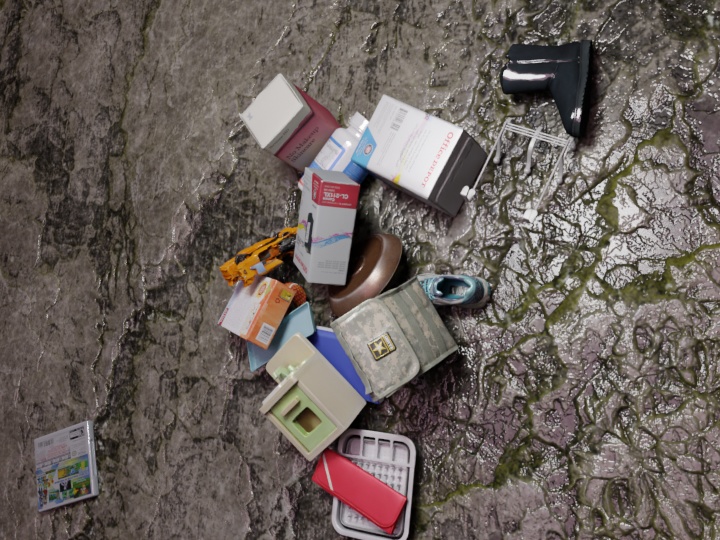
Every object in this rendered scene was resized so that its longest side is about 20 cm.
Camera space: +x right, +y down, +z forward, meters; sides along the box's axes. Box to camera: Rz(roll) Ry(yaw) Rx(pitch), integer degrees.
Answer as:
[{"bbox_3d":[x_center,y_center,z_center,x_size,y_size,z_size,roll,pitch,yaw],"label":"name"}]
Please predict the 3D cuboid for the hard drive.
[{"bbox_3d":[-0.044,0.185,1.509,0.198,0.025,0.134,8,112,37],"label":"hard drive"}]

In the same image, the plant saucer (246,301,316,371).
[{"bbox_3d":[-0.164,0.140,1.550,0.199,0.019,0.071,-33,57,32],"label":"plant saucer"}]

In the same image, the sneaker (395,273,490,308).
[{"bbox_3d":[0.146,0.034,1.445,0.197,0.086,0.079,-6,76,28],"label":"sneaker"}]

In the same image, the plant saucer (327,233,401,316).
[{"bbox_3d":[0.000,0.000,1.500,0.199,0.034,0.201,-38,27,23],"label":"plant saucer"}]

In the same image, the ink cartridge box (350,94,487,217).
[{"bbox_3d":[0.117,-0.224,1.481,0.199,0.146,0.148,31,94,30],"label":"ink cartridge box"}]

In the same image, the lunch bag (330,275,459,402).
[{"bbox_3d":[0.057,0.127,1.377,0.117,0.199,0.166,-38,81,49],"label":"lunch bag"}]

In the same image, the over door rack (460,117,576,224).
[{"bbox_3d":[0.298,-0.183,1.408,0.146,0.067,0.201,23,70,30],"label":"over door rack"}]

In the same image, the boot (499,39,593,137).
[{"bbox_3d":[0.347,-0.341,1.416,0.166,0.076,0.204,1,73,26],"label":"boot"}]

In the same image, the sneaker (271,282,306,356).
[{"bbox_3d":[-0.161,0.128,1.619,0.077,0.072,0.204,-1,76,53],"label":"sneaker"}]

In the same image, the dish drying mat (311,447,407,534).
[{"bbox_3d":[-0.006,0.420,1.438,0.198,0.018,0.078,25,92,31],"label":"dish drying mat"}]

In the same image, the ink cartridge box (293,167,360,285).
[{"bbox_3d":[-0.070,-0.088,1.484,0.146,0.081,0.203,-135,52,-66],"label":"ink cartridge box"}]

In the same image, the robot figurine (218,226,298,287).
[{"bbox_3d":[-0.197,-0.034,1.606,0.144,0.199,0.059,3,120,54],"label":"robot figurine"}]

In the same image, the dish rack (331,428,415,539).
[{"bbox_3d":[0.031,0.416,1.453,0.169,0.043,0.204,1,80,29],"label":"dish rack"}]

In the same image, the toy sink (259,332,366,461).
[{"bbox_3d":[-0.112,0.248,1.471,0.200,0.112,0.130,47,122,2],"label":"toy sink"}]

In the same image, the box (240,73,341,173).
[{"bbox_3d":[-0.137,-0.305,1.609,0.128,0.199,0.110,-43,62,14],"label":"box"}]

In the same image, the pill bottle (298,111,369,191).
[{"bbox_3d":[-0.034,-0.228,1.587,0.112,0.112,0.201,44,101,29],"label":"pill bottle"}]

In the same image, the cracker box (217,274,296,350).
[{"bbox_3d":[-0.223,0.081,1.594,0.199,0.057,0.135,13,74,62],"label":"cracker box"}]

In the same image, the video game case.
[{"bbox_3d":[-0.739,0.491,1.881,0.198,0.022,0.185,-21,70,23],"label":"video game case"}]
